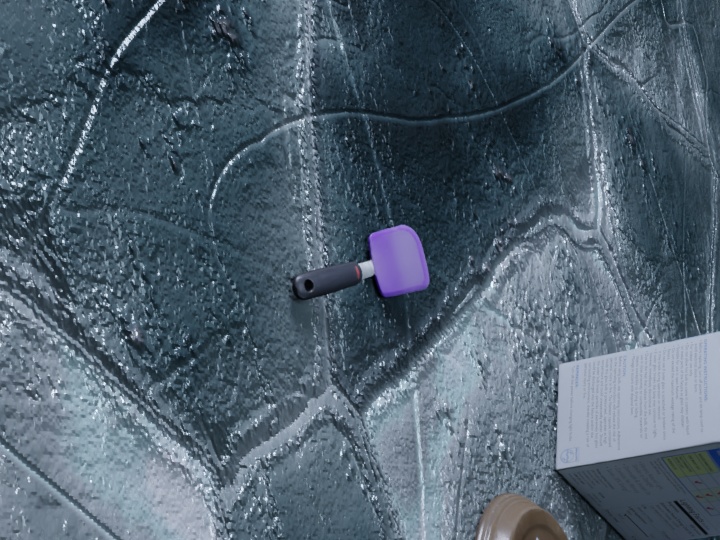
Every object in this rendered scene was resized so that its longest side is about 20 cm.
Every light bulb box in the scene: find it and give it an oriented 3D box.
[{"bbox_3d":[0.322,0.168,1.699,0.198,0.199,0.125,45,41,-46],"label":"light bulb box"}]

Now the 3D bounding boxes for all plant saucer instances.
[{"bbox_3d":[0.153,0.293,1.511,0.200,0.029,0.201,36,47,-50],"label":"plant saucer"}]

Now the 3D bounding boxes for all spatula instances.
[{"bbox_3d":[0.000,0.000,1.364,0.200,0.020,0.057,-14,92,-62],"label":"spatula"}]
